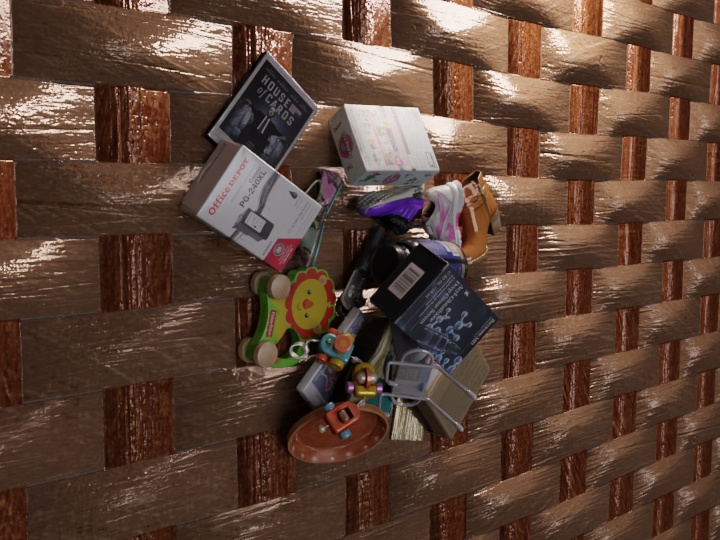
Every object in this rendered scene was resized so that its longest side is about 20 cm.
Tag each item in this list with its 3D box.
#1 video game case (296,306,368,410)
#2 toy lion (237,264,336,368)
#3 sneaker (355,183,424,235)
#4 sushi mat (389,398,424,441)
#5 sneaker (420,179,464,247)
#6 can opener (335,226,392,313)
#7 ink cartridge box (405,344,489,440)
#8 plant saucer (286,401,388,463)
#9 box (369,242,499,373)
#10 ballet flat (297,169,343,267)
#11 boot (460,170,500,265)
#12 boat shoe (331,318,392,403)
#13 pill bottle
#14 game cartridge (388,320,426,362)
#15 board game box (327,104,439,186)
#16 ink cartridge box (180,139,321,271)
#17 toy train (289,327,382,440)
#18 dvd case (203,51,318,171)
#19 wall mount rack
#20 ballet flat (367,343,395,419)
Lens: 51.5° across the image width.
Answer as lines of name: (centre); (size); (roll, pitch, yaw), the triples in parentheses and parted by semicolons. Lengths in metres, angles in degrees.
video game case: (-0.033, 0.201, 1.486); (0.200, 0.023, 0.183); (-54, 144, -22)
toy lion: (-0.126, 0.087, 1.419); (0.191, 0.068, 0.202); (15, 85, -46)
sneaker: (0.070, -0.118, 1.534); (0.200, 0.069, 0.100); (-21, 114, -46)
sushi mat: (0.117, 0.281, 1.659); (0.095, 0.012, 0.202); (10, 88, -40)
sneaker: (0.170, -0.098, 1.629); (0.088, 0.081, 0.202); (-2, 107, -12)
can opener: (0.000, 0.000, 1.520); (0.053, 0.067, 0.201); (46, 54, -32)
ink cartridge box: (0.193, 0.244, 1.654); (0.200, 0.075, 0.165); (-54, 134, -26)
plant saucer: (-0.045, 0.311, 1.445); (0.200, 0.200, 0.032); (24, 36, -38)
box: (0.142, 0.074, 1.428); (0.149, 0.107, 0.200); (-48, 128, -1)
ballet flat: (-0.093, -0.104, 1.425); (0.071, 0.069, 0.201); (23, 71, -13)
boot: (0.245, -0.117, 1.683); (0.200, 0.073, 0.155); (-53, 130, -40)
boat shoe: (0.016, 0.190, 1.458); (0.076, 0.072, 0.201); (24, 98, -36)
pill bottle: (0.119, -0.009, 1.519); (0.199, 0.111, 0.113); (2, 93, -44)
game cartridge: (0.119, 0.111, 1.580); (0.200, 0.041, 0.134); (-43, 126, -57)
board game box: (0.049, -0.248, 1.487); (0.199, 0.064, 0.148); (-6, 71, -40)
ink cartridge box: (-0.191, -0.113, 1.312); (0.200, 0.083, 0.146); (36, 85, -36)
toy train: (-0.039, 0.195, 1.356); (0.150, 0.056, 0.201); (-22, 73, -27)
dvd case: (-0.177, -0.273, 1.361); (0.150, 0.025, 0.201); (43, 69, -34)
wall mount rack: (0.125, 0.237, 1.433); (0.201, 0.172, 0.075); (99, -2, -49)
ballet flat: (0.041, 0.233, 1.534); (0.071, 0.072, 0.201); (-7, 116, -38)
